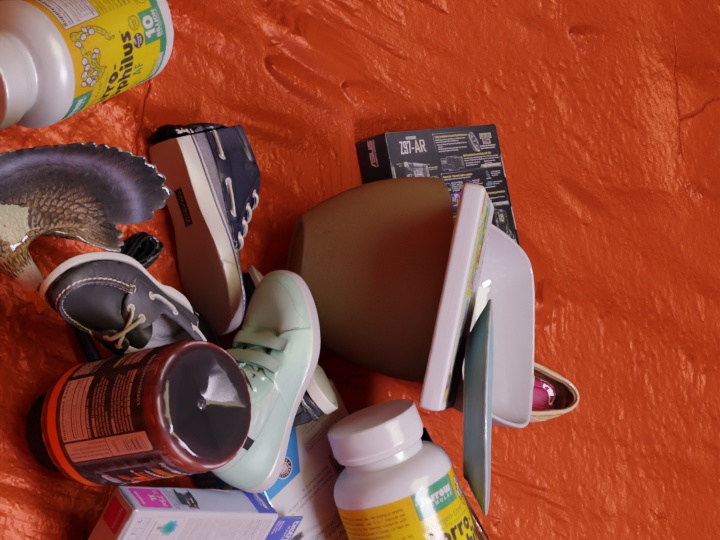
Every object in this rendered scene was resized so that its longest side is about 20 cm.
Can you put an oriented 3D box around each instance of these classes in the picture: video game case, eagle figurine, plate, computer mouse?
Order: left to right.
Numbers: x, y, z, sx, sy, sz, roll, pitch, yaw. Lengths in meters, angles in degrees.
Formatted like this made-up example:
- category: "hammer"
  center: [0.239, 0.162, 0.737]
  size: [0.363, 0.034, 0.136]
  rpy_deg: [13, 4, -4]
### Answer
- category: "eagle figurine"
  center: [-0.276, -0.040, 1.487]
  size: [0.200, 0.152, 0.151]
  rpy_deg: [-34, 138, -28]
- category: "computer mouse"
  center: [-0.179, 0.074, 1.637]
  size: [0.140, 0.046, 0.201]
  rpy_deg: [-40, 110, -47]
- category: "video game case"
  center: [0.089, 0.028, 1.670]
  size: [0.182, 0.023, 0.201]
  rpy_deg: [27, 75, -83]
- category: "plate"
  center: [0.110, 0.127, 1.698]
  size: [0.200, 0.025, 0.201]
  rpy_deg: [2, 90, -85]

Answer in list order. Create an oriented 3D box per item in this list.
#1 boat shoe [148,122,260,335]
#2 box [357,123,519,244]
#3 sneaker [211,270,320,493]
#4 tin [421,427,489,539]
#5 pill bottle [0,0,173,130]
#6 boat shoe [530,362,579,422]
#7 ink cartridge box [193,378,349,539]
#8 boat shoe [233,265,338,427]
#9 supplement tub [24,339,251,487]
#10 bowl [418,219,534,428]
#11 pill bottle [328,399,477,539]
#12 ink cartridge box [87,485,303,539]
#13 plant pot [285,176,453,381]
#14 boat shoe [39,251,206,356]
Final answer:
- category: "boat shoe"
  center: [-0.125, -0.046, 1.705]
  size: [0.092, 0.074, 0.201]
  rpy_deg: [-16, 92, -41]
- category: "box"
  center: [0.089, -0.073, 1.979]
  size: [0.199, 0.043, 0.161]
  rpy_deg: [-11, 89, -49]
- category: "sneaker"
  center: [-0.099, 0.082, 1.576]
  size: [0.118, 0.073, 0.202]
  rpy_deg: [36, 60, -55]
- category: "tin"
  center: [0.086, 0.229, 1.817]
  size: [0.112, 0.042, 0.200]
  rpy_deg: [55, 1, -16]
- category: "pill bottle"
  center: [-0.262, -0.188, 1.560]
  size: [0.200, 0.112, 0.113]
  rpy_deg: [-33, 106, -48]
- category: "boat shoe"
  center: [0.164, 0.121, 1.995]
  size: [0.199, 0.069, 0.074]
  rpy_deg: [15, 71, -44]
- category: "ink cartridge box"
  center: [-0.050, 0.227, 1.715]
  size: [0.146, 0.086, 0.201]
  rpy_deg: [-41, 113, -45]
- category: "boat shoe"
  center: [-0.085, 0.075, 1.694]
  size: [0.075, 0.066, 0.200]
  rpy_deg: [47, 9, -49]
- category: "supplement tub"
  center: [-0.189, 0.121, 1.497]
  size: [0.107, 0.199, 0.108]
  rpy_deg: [13, 71, -44]
- category: "bowl"
  center: [0.112, 0.057, 1.872]
  size: [0.200, 0.074, 0.201]
  rpy_deg: [29, 60, -58]
- category: "pill bottle"
  center: [0.042, 0.226, 1.659]
  size: [0.113, 0.112, 0.201]
  rpy_deg: [-29, 103, -48]
- category: "ink cartridge box"
  center: [-0.153, 0.245, 1.580]
  size: [0.199, 0.042, 0.120]
  rpy_deg: [11, 117, -45]
- category: "plant pot"
  center: [0.000, 0.000, 1.775]
  size: [0.134, 0.200, 0.201]
  rpy_deg: [8, 71, -12]
- category: "boat shoe"
  center: [-0.192, 0.041, 1.520]
  size: [0.060, 0.074, 0.200]
  rpy_deg: [56, 9, 27]
